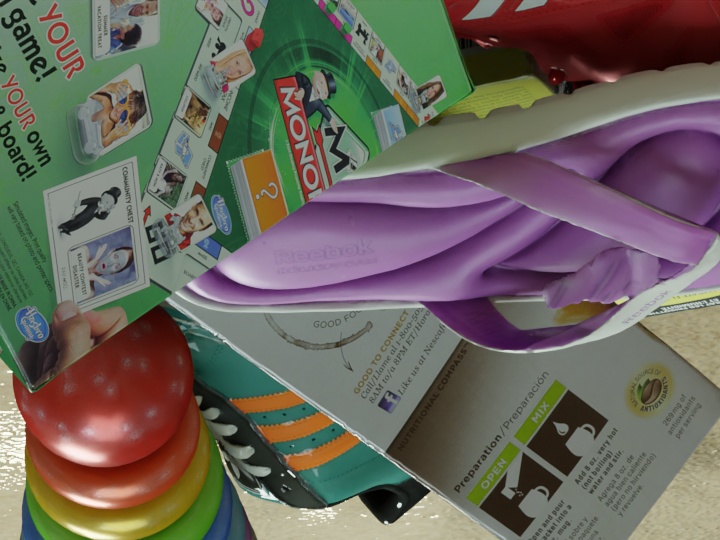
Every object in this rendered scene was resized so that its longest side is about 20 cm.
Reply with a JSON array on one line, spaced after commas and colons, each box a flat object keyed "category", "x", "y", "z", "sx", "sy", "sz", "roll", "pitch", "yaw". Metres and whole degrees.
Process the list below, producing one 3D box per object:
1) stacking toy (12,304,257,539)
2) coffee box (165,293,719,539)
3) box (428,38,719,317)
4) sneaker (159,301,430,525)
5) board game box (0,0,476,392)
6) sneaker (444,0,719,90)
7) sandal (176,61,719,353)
[{"category": "stacking toy", "x": -0.079, "y": 0.066, "z": 0.946, "sx": 0.085, "sy": 0.085, "sz": 0.200, "roll": -3, "pitch": 153, "yaw": 1}, {"category": "coffee box", "x": 0.000, "y": 0.000, "z": 0.888, "sx": 0.200, "sy": 0.080, "sz": 0.114, "roll": 37, "pitch": 180, "yaw": -32}, {"category": "box", "x": 0.068, "y": -0.050, "z": 0.925, "sx": 0.050, "sy": 0.075, "sz": 0.200, "roll": -12, "pitch": 157, "yaw": 22}, {"category": "sneaker", "x": -0.032, "y": 0.042, "z": 1.017, "sx": 0.200, "sy": 0.071, "sz": 0.080, "roll": 22, "pitch": 107, "yaw": -42}, {"category": "board game box", "x": -0.058, "y": -0.080, "z": 0.653, "sx": 0.135, "sy": 0.029, "sz": 0.200, "roll": -35, "pitch": 135, "yaw": -14}, {"category": "sneaker", "x": 0.077, "y": -0.063, "z": 0.803, "sx": 0.115, "sy": 0.078, "sz": 0.200, "roll": 6, "pitch": 143, "yaw": 10}, {"category": "sandal", "x": 0.045, "y": -0.005, "z": 0.766, "sx": 0.203, "sy": 0.050, "sz": 0.082, "roll": -7, "pitch": 142, "yaw": 10}]
